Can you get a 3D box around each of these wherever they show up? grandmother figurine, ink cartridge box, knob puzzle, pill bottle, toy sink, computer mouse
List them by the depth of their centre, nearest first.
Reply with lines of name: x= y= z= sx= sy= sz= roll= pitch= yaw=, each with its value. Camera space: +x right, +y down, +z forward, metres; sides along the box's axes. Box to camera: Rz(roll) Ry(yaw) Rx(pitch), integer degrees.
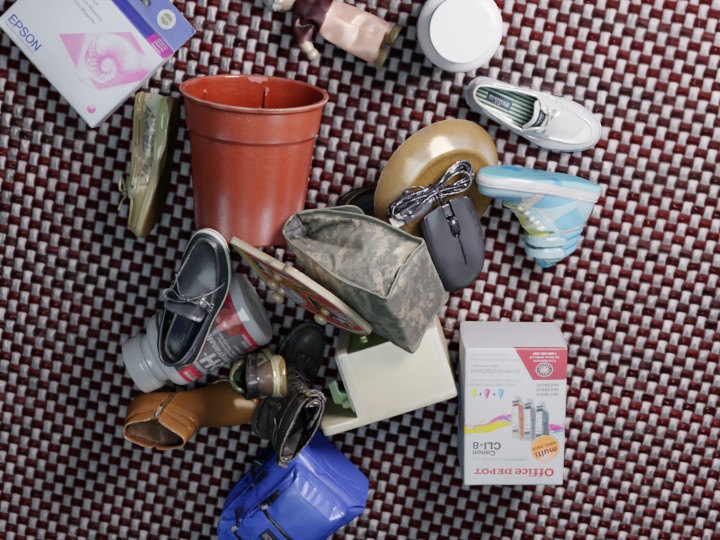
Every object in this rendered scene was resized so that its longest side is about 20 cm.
pill bottle: x=0.127 y=-0.316 z=1.605 sx=0.110 sy=0.200 sz=0.112 roll=0 pitch=102 yaw=2
knob puzzle: x=-0.073 y=0.041 z=1.635 sx=0.219 sy=0.220 sz=0.031 roll=34 pitch=79 yaw=-5
computer mouse: x=0.121 y=-0.039 z=1.669 sx=0.138 sy=0.053 sz=0.201 roll=-32 pitch=133 yaw=-11
grandmother figurine: x=-0.048 y=-0.344 z=1.681 sx=0.199 sy=0.061 sz=0.122 roll=28 pitch=74 yaw=-1
ink cartridge box: x=-0.365 y=-0.336 z=1.699 sx=0.200 sy=0.043 sz=0.197 roll=-41 pitch=97 yaw=11
ink cartridge box: x=0.212 y=0.187 z=1.739 sx=0.144 sy=0.145 sz=0.202 roll=0 pitch=103 yaw=2
toy sink: x=0.026 y=0.136 z=1.742 sx=0.198 sy=0.130 sz=0.113 roll=-18 pitch=101 yaw=7
pill bottle: x=-0.234 y=0.094 z=1.751 sx=0.199 sy=0.111 sz=0.111 roll=-27 pitch=100 yaw=7

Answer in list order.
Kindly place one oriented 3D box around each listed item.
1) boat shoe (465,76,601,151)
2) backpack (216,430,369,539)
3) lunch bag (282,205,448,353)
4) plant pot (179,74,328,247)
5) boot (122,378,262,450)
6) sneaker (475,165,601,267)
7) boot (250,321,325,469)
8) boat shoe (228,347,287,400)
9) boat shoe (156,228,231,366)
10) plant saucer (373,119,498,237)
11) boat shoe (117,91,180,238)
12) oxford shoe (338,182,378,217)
boat shoe: x=0.238 y=-0.209 z=1.692 sx=0.198 sy=0.067 sz=0.074 roll=16 pitch=103 yaw=-1
backpack: x=-0.113 y=0.345 z=1.775 sx=0.200 sy=0.168 sz=0.163 roll=-43 pitch=93 yaw=16
lunch bag: x=0.000 y=0.000 z=1.643 sx=0.199 sy=0.164 sz=0.118 roll=24 pitch=70 yaw=28
plant pot: x=-0.149 y=-0.147 z=1.665 sx=0.198 sy=0.201 sz=0.197 roll=6 pitch=110 yaw=1
boot: x=-0.236 y=0.212 z=1.754 sx=0.198 sy=0.155 sz=0.075 roll=-2 pitch=102 yaw=2
sneaker: x=0.234 y=-0.070 z=1.689 sx=0.198 sy=0.080 sz=0.132 roll=6 pitch=108 yaw=-27
boot: x=-0.081 y=0.172 z=1.714 sx=0.069 sy=0.174 sz=0.202 roll=25 pitch=83 yaw=-17
boat shoe: x=-0.150 y=0.143 z=1.704 sx=0.064 sy=0.200 sz=0.074 roll=1 pitch=84 yaw=-17
boat shoe: x=-0.224 y=0.042 z=1.642 sx=0.074 sy=0.062 sz=0.202 roll=23 pitch=108 yaw=10
plant saucer: x=0.113 y=-0.107 z=1.678 sx=0.198 sy=0.035 sz=0.202 roll=-17 pitch=129 yaw=-23
boat shoe: x=-0.301 y=-0.148 z=1.727 sx=0.062 sy=0.073 sz=0.202 roll=12 pitch=92 yaw=5
oxford shoe: x=0.064 y=-0.104 z=1.713 sx=0.198 sy=0.084 sz=0.073 roll=-24 pitch=98 yaw=5
